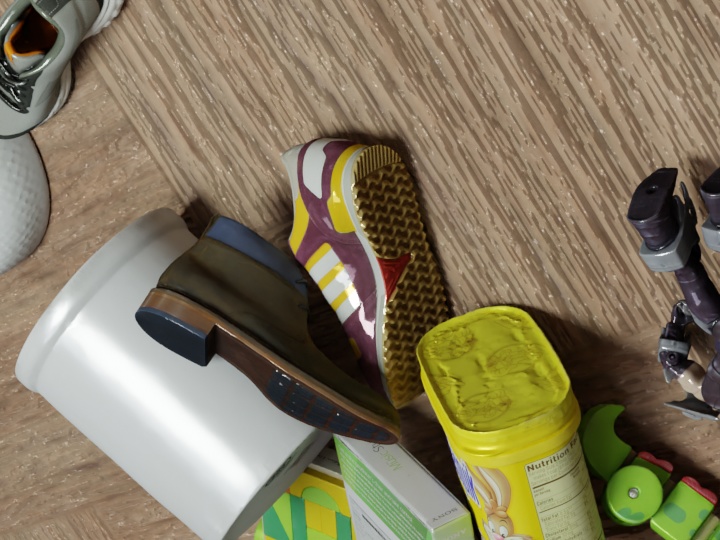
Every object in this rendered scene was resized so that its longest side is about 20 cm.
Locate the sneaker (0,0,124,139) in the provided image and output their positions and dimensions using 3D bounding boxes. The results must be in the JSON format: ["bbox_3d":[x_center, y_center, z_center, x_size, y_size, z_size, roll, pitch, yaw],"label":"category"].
[{"bbox_3d":[-0.245,-0.159,1.421,0.074,0.079,0.200,43,138,1],"label":"sneaker"}]

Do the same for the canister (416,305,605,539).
[{"bbox_3d":[0.111,0.146,1.325,0.149,0.086,0.201,-117,8,-61],"label":"canister"}]

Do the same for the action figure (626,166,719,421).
[{"bbox_3d":[0.232,0.028,1.200,0.130,0.069,0.201,-3,122,31],"label":"action figure"}]

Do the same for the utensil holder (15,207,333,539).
[{"bbox_3d":[-0.125,0.082,1.430,0.200,0.170,0.170,42,137,9],"label":"utensil holder"}]

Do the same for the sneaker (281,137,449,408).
[{"bbox_3d":[0.000,0.000,1.360,0.090,0.075,0.201,12,121,42],"label":"sneaker"}]

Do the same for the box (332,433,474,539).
[{"bbox_3d":[0.043,0.220,1.407,0.144,0.036,0.201,41,150,50],"label":"box"}]

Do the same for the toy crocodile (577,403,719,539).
[{"bbox_3d":[0.223,0.169,1.315,0.200,0.062,0.068,39,175,10],"label":"toy crocodile"}]

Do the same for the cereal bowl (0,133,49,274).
[{"bbox_3d":[-0.351,-0.072,1.564,0.199,0.083,0.201,20,129,26],"label":"cereal bowl"}]

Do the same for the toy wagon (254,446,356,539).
[{"bbox_3d":[-0.017,0.227,1.554,0.155,0.040,0.201,19,130,27],"label":"toy wagon"}]

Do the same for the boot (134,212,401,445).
[{"bbox_3d":[-0.046,0.039,1.338,0.199,0.097,0.075,28,156,1],"label":"boot"}]
